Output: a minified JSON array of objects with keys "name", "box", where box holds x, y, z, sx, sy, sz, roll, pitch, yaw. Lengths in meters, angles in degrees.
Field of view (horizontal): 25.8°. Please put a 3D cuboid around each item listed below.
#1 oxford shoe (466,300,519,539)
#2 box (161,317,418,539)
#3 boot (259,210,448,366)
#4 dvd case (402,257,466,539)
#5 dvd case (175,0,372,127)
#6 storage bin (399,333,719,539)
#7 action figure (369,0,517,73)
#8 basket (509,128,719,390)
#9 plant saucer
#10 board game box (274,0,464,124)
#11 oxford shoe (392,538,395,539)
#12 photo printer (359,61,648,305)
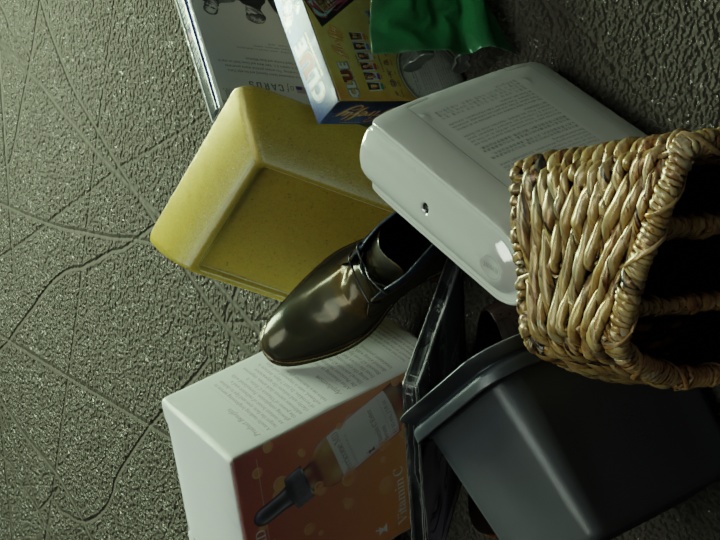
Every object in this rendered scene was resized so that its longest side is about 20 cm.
[{"name":"oxford shoe","box":[0.099,0.112,1.191,0.071,0.072,0.202,25,114,49]},{"name":"box","box":[-0.037,0.145,1.246,0.106,0.199,0.153,32,138,46]},{"name":"boot","box":[0.000,0.000,1.183,0.199,0.097,0.075,-34,72,2]},{"name":"dvd case","box":[0.058,0.115,1.160,0.016,0.149,0.201,6,127,13]},{"name":"dvd case","box":[-0.074,-0.194,1.304,0.025,0.149,0.201,-57,40,43]},{"name":"storage bin","box":[0.143,0.113,1.044,0.146,0.199,0.135,-44,68,46]},{"name":"action figure","box":[0.047,-0.251,1.218,0.055,0.117,0.202,136,130,-60]},{"name":"basket","box":[0.206,-0.004,0.915,0.148,0.199,0.144,-6,86,53]},{"name":"plant saucer","box":[-0.047,-0.038,1.269,0.200,0.199,0.049,-53,27,42]},{"name":"board game box","box":[-0.003,-0.210,1.245,0.035,0.135,0.201,-41,61,47]},{"name":"oxford shoe","box":[-0.044,0.218,1.401,0.199,0.070,0.074,23,114,50]},{"name":"photo printer","box":[0.120,-0.058,1.074,0.200,0.165,0.070,42,145,42]}]
